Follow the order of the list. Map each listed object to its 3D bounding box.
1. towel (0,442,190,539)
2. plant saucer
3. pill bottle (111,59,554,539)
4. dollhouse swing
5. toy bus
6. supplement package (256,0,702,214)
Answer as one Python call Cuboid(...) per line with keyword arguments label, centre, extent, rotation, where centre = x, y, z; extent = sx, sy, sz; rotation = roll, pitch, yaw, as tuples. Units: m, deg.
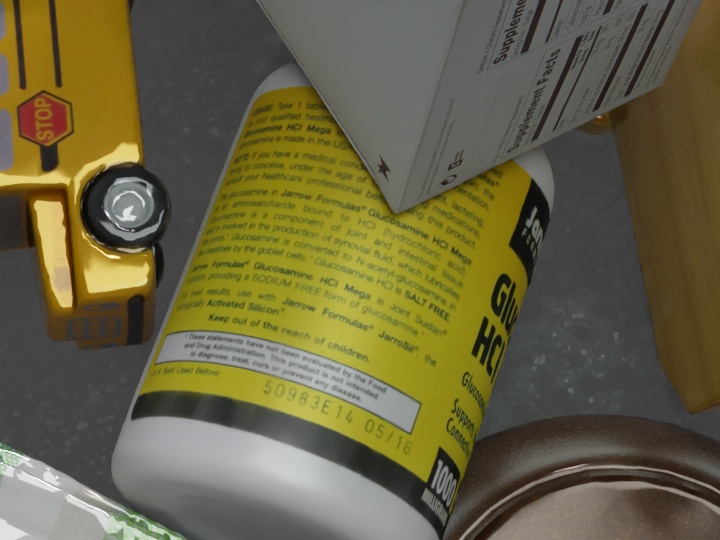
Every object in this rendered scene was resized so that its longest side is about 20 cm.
Cuboid(label="towel", centre=(-0.071, 0.163, 0.838), extent=(0.200, 0.031, 0.150), rotation=(26, 82, 4))
Cuboid(label="plant saucer", centre=(0.089, 0.142, 0.877), extent=(0.200, 0.032, 0.201), rotation=(2, 72, -7))
Cuboid(label="pill bottle", centre=(0.000, 0.000, 0.870), extent=(0.112, 0.112, 0.200), rotation=(20, 70, 0))
Cuboid(label="dollhouse swing", centre=(0.171, -0.071, 0.875), extent=(0.181, 0.200, 0.176), rotation=(-24, 85, -15))
Cuboid(label="toy bus", centre=(-0.114, -0.074, 0.906), extent=(0.078, 0.065, 0.201), rotation=(-5, 72, -8))
Cuboid(label="supplement package", centre=(0.015, -0.151, 0.793), extent=(0.111, 0.156, 0.200), rotation=(-27, 71, -20))
